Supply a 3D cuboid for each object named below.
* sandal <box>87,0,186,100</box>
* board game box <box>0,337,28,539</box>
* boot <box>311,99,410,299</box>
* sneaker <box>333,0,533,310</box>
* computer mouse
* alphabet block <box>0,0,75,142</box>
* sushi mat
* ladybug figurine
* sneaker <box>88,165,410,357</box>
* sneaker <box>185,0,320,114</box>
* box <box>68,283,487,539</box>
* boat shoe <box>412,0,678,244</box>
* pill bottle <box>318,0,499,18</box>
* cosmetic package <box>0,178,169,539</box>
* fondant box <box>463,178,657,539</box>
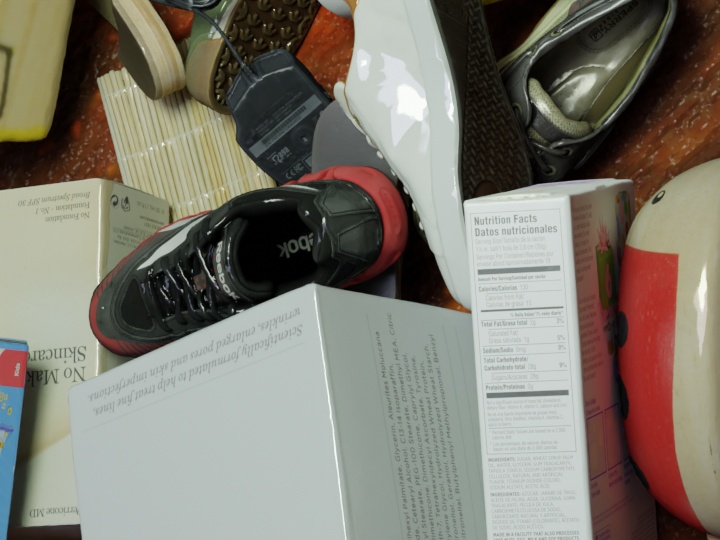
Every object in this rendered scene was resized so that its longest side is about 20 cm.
[{"bbox_3d":[-0.140,-0.194,1.812,0.069,0.078,0.212,-24,60,-16],"label":"sandal"},{"bbox_3d":[-0.271,0.132,1.735,0.196,0.056,0.201,2,85,56],"label":"board game box"},{"bbox_3d":[0.000,0.000,1.688,0.073,0.075,0.201,14,99,17],"label":"boot"},{"bbox_3d":[0.036,-0.071,1.608,0.084,0.073,0.201,-15,82,37],"label":"sneaker"},{"bbox_3d":[-0.070,-0.122,1.708,0.059,0.034,0.200,-36,106,9],"label":"computer mouse"},{"bbox_3d":[-0.289,-0.196,1.759,0.195,0.196,0.201,29,114,42],"label":"alphabet block"},{"bbox_3d":[-0.094,-0.045,1.772,0.095,0.012,0.201,-24,68,21],"label":"sushi mat"},{"bbox_3d":[0.174,0.043,1.536,0.072,0.136,0.201,-1,92,22],"label":"ladybug figurine"},{"bbox_3d":[-0.075,-0.001,1.628,0.200,0.098,0.071,-20,90,25],"label":"sneaker"},{"bbox_3d":[-0.065,-0.195,1.768,0.090,0.067,0.201,26,90,37],"label":"sneaker"},{"bbox_3d":[-0.035,0.134,1.571,0.198,0.130,0.201,-22,68,39],"label":"box"},{"bbox_3d":[0.100,-0.089,1.639,0.073,0.065,0.200,34,96,-11],"label":"boat shoe"},{"bbox_3d":[0.061,-0.202,1.661,0.199,0.113,0.113,-14,71,40],"label":"pill bottle"},{"bbox_3d":[-0.172,0.055,1.747,0.103,0.073,0.201,-7,76,30],"label":"cosmetic package"},{"bbox_3d":[0.105,0.057,1.536,0.058,0.144,0.201,-2,94,18],"label":"fondant box"}]
